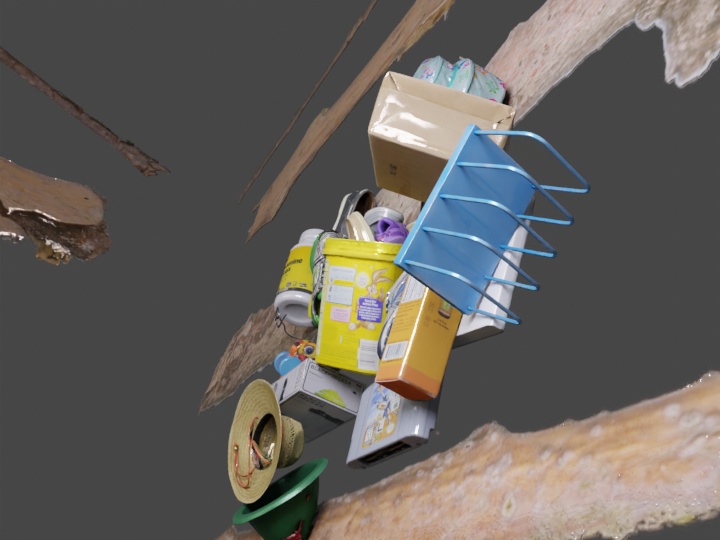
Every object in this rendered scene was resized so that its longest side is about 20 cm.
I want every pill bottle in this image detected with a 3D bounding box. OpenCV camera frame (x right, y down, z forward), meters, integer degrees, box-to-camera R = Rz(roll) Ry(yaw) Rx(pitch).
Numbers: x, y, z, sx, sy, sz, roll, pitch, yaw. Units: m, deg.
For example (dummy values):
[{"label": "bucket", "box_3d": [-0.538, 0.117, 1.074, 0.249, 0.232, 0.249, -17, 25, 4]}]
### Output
[{"label": "pill bottle", "box_3d": [-0.111, 0.012, 1.722, 0.112, 0.112, 0.201, -43, 27, 47]}]

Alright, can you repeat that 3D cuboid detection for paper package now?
[{"label": "paper package", "box_3d": [0.113, -0.174, 1.140, 0.200, 0.190, 0.104, 68, -136, -73]}]

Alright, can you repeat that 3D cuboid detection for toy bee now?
[{"label": "toy bee", "box_3d": [-0.109, 0.180, 1.537, 0.131, 0.108, 0.201, -119, 33, -59]}]

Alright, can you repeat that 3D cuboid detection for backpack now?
[{"label": "backpack", "box_3d": [0.150, -0.274, 1.356, 0.178, 0.150, 0.200, -61, 23, 1]}]

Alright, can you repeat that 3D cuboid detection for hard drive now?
[{"label": "hard drive", "box_3d": [0.172, 0.002, 1.085, 0.132, 0.026, 0.201, -31, 37, 59]}]

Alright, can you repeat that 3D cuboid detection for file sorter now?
[{"label": "file sorter", "box_3d": [0.166, -0.053, 0.961, 0.122, 0.139, 0.201, 16, 75, 56]}]

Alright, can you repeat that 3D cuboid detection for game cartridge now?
[{"label": "game cartridge", "box_3d": [0.048, 0.202, 1.139, 0.200, 0.041, 0.134, -40, 33, 51]}]

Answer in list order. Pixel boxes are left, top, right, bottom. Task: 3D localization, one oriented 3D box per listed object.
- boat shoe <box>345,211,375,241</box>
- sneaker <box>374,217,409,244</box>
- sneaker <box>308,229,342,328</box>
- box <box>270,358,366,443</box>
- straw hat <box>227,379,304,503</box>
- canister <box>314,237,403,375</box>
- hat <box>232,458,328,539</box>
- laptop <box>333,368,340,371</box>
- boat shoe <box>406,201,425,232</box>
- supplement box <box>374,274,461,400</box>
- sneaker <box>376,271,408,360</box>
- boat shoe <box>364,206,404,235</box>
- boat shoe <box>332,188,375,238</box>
[{"label": "boat shoe", "box_3d": [0.000, 0.000, 1.342, 0.072, 0.065, 0.201, 134, 122, -77]}, {"label": "sneaker", "box_3d": [0.055, -0.024, 1.356, 0.081, 0.083, 0.200, -55, 20, 23]}, {"label": "sneaker", "box_3d": [-0.059, 0.019, 1.566, 0.085, 0.078, 0.201, -170, 82, -80]}, {"label": "box", "box_3d": [-0.090, 0.226, 1.356, 0.200, 0.116, 0.060, -38, 30, 51]}, {"label": "straw hat", "box_3d": [-0.139, 0.280, 1.298, 0.201, 0.085, 0.202, -26, 58, 53]}, {"label": "canister", "box_3d": [0.001, 0.055, 1.249, 0.148, 0.086, 0.201, 7, 91, 41]}, {"label": "hat", "box_3d": [-0.094, 0.424, 1.251, 0.199, 0.177, 0.166, -31, 0, -6]}, {"label": "laptop", "box_3d": [-0.039, 0.073, 1.451, 0.200, 0.103, 0.178, -42, 27, 49]}, {"label": "boat shoe", "box_3d": [0.104, -0.052, 1.265, 0.072, 0.076, 0.201, -37, 33, 48]}, {"label": "supplement box", "box_3d": [0.088, 0.068, 1.065, 0.069, 0.066, 0.201, -17, 48, 59]}, {"label": "sneaker", "box_3d": [0.072, 0.056, 1.149, 0.085, 0.077, 0.200, -19, 34, 54]}, {"label": "boat shoe", "box_3d": [0.024, -0.057, 1.516, 0.202, 0.074, 0.065, 138, 147, -57]}, {"label": "boat shoe", "box_3d": [-0.014, -0.080, 1.656, 0.067, 0.072, 0.201, -12, 55, 41]}]
